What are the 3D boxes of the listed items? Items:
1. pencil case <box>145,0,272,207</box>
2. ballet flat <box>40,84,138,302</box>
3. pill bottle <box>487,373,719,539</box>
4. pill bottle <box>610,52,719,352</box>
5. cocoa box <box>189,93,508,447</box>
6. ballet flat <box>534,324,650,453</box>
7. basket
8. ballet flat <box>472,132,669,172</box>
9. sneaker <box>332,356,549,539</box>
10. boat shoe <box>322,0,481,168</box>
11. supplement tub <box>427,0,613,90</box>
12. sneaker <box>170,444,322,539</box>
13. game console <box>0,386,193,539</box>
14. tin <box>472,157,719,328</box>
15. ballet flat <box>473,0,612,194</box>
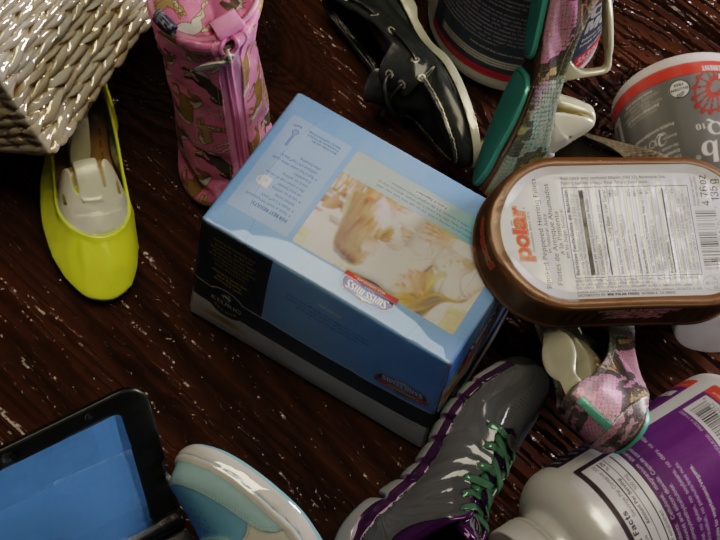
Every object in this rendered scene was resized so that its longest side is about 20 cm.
[{"bbox_3d":[-0.100,-0.130,1.409,0.082,0.200,0.087,16,57,14],"label":"pencil case"},{"bbox_3d":[-0.200,-0.076,1.436,0.066,0.067,0.201,-5,61,-12],"label":"ballet flat"},{"bbox_3d":[0.185,0.159,1.329,0.199,0.113,0.113,-29,67,-22],"label":"pill bottle"},{"bbox_3d":[0.257,-0.049,1.461,0.115,0.116,0.201,-3,60,-10],"label":"pill bottle"},{"bbox_3d":[0.000,0.000,1.383,0.199,0.131,0.134,30,60,10],"label":"cocoa box"},{"bbox_3d":[0.151,0.057,1.350,0.071,0.069,0.200,43,14,-13],"label":"ballet flat"},{"bbox_3d":[-0.266,-0.202,1.402,0.199,0.161,0.199,5,50,38],"label":"basket"},{"bbox_3d":[0.155,-0.074,1.445,0.199,0.046,0.068,18,84,43],"label":"ballet flat"},{"bbox_3d":[0.074,0.147,1.319,0.200,0.075,0.087,-48,39,-14],"label":"sneaker"},{"bbox_3d":[0.027,-0.150,1.511,0.066,0.075,0.200,-18,64,-15],"label":"boat shoe"},{"bbox_3d":[0.132,-0.243,1.507,0.140,0.200,0.141,4,59,-6],"label":"supplement tub"},{"bbox_3d":[-0.075,0.215,1.237,0.131,0.079,0.200,-45,104,-29],"label":"sneaker"},{"bbox_3d":[-0.184,0.204,1.244,0.199,0.117,0.176,-26,66,-21],"label":"game console"},{"bbox_3d":[0.174,-0.022,1.330,0.199,0.042,0.113,-2,67,-15],"label":"tin"},{"bbox_3d":[0.139,-0.140,1.404,0.071,0.201,0.069,12,20,-9],"label":"ballet flat"}]
